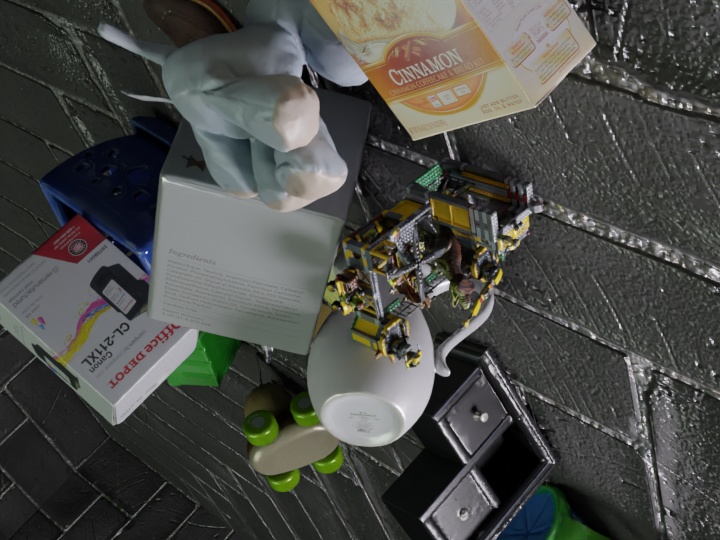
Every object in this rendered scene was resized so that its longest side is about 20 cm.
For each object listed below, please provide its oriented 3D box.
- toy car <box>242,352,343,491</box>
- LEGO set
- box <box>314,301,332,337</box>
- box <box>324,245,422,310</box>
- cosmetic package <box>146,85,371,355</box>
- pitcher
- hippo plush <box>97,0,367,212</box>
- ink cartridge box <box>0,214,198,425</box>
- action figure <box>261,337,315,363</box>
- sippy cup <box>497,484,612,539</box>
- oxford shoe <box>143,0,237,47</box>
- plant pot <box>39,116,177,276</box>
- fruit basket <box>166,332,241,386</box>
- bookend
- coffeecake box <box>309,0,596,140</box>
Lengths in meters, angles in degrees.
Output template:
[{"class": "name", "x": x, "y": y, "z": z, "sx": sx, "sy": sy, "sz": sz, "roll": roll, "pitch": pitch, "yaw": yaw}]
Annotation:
[{"class": "toy car", "x": -0.131, "y": 0.235, "z": 1.846, "sx": 0.200, "sy": 0.158, "sz": 0.164, "roll": -117, "pitch": 7, "yaw": -45}, {"class": "LEGO set", "x": 0.081, "y": -0.002, "z": 0.963, "sx": 0.116, "sy": 0.200, "sz": 0.154, "roll": 22, "pitch": 129, "yaw": 39}, {"class": "box", "x": -0.067, "y": 0.072, "z": 1.537, "sx": 0.200, "sy": 0.021, "sz": 0.164, "roll": 24, "pitch": 150, "yaw": 41}, {"class": "box", "x": 0.000, "y": 0.000, "z": 1.261, "sx": 0.075, "sy": 0.050, "sz": 0.200, "roll": 45, "pitch": 158, "yaw": -2}, {"class": "cosmetic package", "x": -0.098, "y": -0.056, "z": 1.046, "sx": 0.166, "sy": 0.168, "sz": 0.200, "roll": 14, "pitch": 138, "yaw": -3}, {"class": "pitcher", "x": 0.040, "y": 0.070, "z": 1.076, "sx": 0.171, "sy": 0.200, "sz": 0.121, "roll": 1, "pitch": 134, "yaw": 11}, {"class": "hippo plush", "x": -0.065, "y": -0.155, "z": 0.878, "sx": 0.200, "sy": 0.161, "sz": 0.159, "roll": 28, "pitch": 155, "yaw": 20}, {"class": "ink cartridge box", "x": -0.307, "y": 0.057, "z": 1.287, "sx": 0.200, "sy": 0.146, "sz": 0.083, "roll": 40, "pitch": 154, "yaw": 7}, {"class": "action figure", "x": -0.120, "y": 0.015, "z": 1.330, "sx": 0.194, "sy": 0.105, "sz": 0.200, "roll": 57, "pitch": -178, "yaw": -14}, {"class": "sippy cup", "x": 0.248, "y": 0.362, "z": 1.386, "sx": 0.130, "sy": 0.140, "sz": 0.178, "roll": 39, "pitch": -176, "yaw": -15}, {"class": "oxford shoe", "x": -0.155, "y": -0.217, "z": 1.113, "sx": 0.200, "sy": 0.073, "sz": 0.071, "roll": 39, "pitch": 158, "yaw": 13}, {"class": "plant pot", "x": -0.258, "y": -0.068, "z": 1.410, "sx": 0.200, "sy": 0.180, "sz": 0.200, "roll": 33, "pitch": 154, "yaw": 26}, {"class": "fruit basket", "x": -0.315, "y": 0.084, "z": 1.846, "sx": 0.215, "sy": 0.156, "sz": 0.216, "roll": 19, "pitch": 150, "yaw": 12}, {"class": "bookend", "x": 0.101, "y": 0.215, "z": 1.269, "sx": 0.092, "sy": 0.199, "sz": 0.200, "roll": 14, "pitch": 143, "yaw": 54}, {"class": "coffeecake box", "x": 0.037, "y": -0.196, "z": 0.741, "sx": 0.200, "sy": 0.073, "sz": 0.153, "roll": 51, "pitch": 158, "yaw": -17}]
